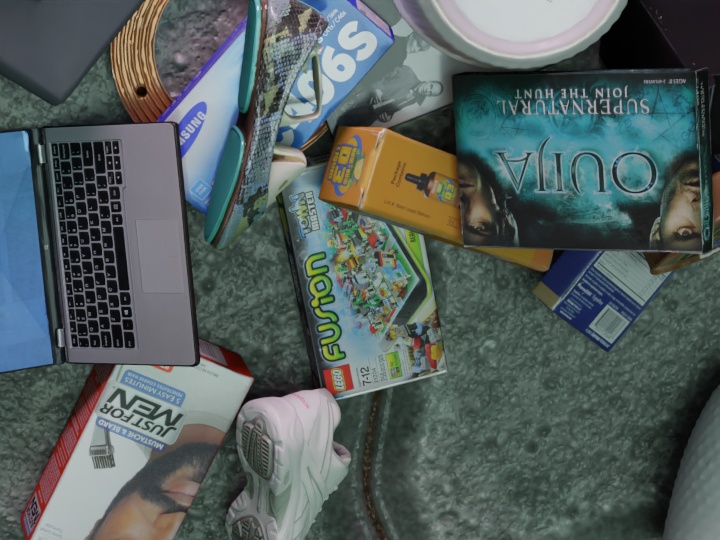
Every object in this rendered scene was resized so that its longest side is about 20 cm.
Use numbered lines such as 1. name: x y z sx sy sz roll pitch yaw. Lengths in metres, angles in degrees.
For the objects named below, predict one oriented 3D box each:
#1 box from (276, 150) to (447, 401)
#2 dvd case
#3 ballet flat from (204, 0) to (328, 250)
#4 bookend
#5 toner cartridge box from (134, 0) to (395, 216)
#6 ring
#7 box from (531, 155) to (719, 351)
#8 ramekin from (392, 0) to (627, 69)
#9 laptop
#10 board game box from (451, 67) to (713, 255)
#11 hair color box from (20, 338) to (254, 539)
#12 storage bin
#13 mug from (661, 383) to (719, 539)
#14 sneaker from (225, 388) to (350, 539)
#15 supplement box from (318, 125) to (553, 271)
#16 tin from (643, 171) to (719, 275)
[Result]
1. box: 0.000 0.000 1.695 0.110 0.035 0.200 -15 109 -9
2. dvd case: 0.047 -0.199 1.617 0.200 0.025 0.151 -21 108 1
3. ballet flat: -0.065 -0.105 1.548 0.074 0.074 0.200 8 111 -16
4. bookend: 0.315 -0.165 1.629 0.200 0.199 0.092 -7 128 -13
5. toner cartridge box: -0.074 -0.135 1.594 0.095 0.043 0.200 39 103 -13
6. ring: -0.097 -0.176 1.627 0.200 0.019 0.201 -4 108 -12
7. box: 0.236 -0.033 1.715 0.200 0.032 0.121 -49 145 4
8. ramekin: 0.118 -0.242 1.549 0.202 0.094 0.203 -1 106 -5
9. laptop: -0.241 -0.011 1.571 0.200 0.116 0.188 0 100 29
10. board game box: 0.164 -0.081 1.551 0.200 0.028 0.136 2 102 31
11. hair color box: -0.181 0.145 1.678 0.111 0.064 0.200 23 100 -19
12. storage bin: -0.228 -0.223 1.525 0.134 0.146 0.200 36 95 -31
13. mug: 0.362 0.178 1.794 0.200 0.148 0.176 5 99 -47
14. sneaker: -0.050 0.182 1.706 0.099 0.078 0.200 -18 134 -34
15. supplement box: 0.067 -0.057 1.646 0.200 0.069 0.067 18 89 -37
16. tin: 0.279 -0.045 1.611 0.112 0.200 0.042 -25 81 -13
